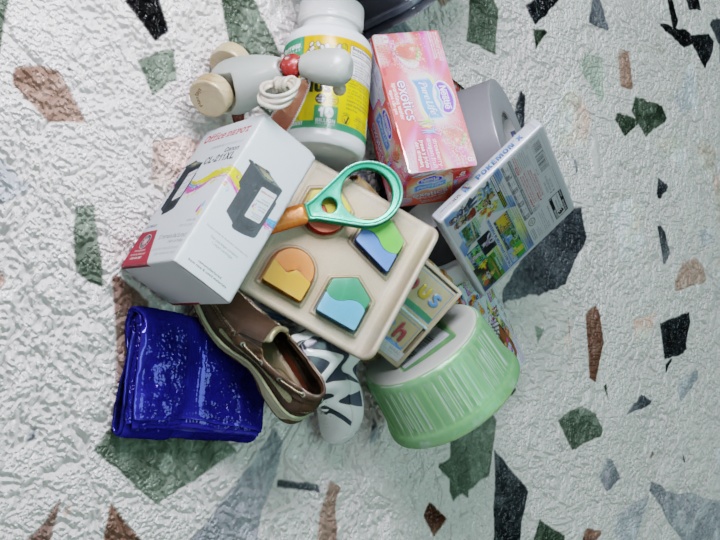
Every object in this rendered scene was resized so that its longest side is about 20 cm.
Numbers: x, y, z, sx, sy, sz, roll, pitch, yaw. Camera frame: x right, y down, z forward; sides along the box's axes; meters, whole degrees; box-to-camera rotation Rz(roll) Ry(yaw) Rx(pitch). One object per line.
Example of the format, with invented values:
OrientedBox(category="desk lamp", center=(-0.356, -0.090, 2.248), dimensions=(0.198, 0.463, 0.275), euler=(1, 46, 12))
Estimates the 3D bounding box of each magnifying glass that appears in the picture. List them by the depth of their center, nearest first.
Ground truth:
OrientedBox(category="magnifying glass", center=(-0.045, -0.074, 1.344), dimensions=(0.199, 0.022, 0.080), euler=(-17, 84, -9))

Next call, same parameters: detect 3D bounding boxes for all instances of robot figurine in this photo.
OrientedBox(category="robot figurine", center=(0.096, -0.072, 1.560), dimensions=(0.201, 0.150, 0.125), euler=(60, 11, -27))

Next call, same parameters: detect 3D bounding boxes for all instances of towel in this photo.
OrientedBox(category="towel", center=(-0.189, 0.126, 1.323), dimensions=(0.199, 0.049, 0.149), euler=(12, 83, -45))

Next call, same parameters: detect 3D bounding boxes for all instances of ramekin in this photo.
OrientedBox(category="ramekin", center=(0.103, 0.135, 1.521), dimensions=(0.200, 0.199, 0.098), euler=(-47, 114, -34))

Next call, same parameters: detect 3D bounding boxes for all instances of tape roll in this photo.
OrientedBox(category="tape roll", center=(0.187, -0.163, 1.597), dimensions=(0.200, 0.066, 0.201), euler=(52, 29, -44))

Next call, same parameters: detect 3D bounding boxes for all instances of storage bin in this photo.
OrientedBox(category="storage bin", center=(0.060, -0.422, 1.517), dimensions=(0.200, 0.145, 0.135), euler=(-45, 110, -35))

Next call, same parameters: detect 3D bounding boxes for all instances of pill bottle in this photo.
OrientedBox(category="pill bottle", center=(-0.043, -0.235, 1.415), dimensions=(0.112, 0.112, 0.201), euler=(19, 70, -44))

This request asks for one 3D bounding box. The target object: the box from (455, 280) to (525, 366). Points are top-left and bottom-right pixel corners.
OrientedBox(category="box", center=(0.166, 0.096, 1.688), dimensions=(0.137, 0.039, 0.201), euler=(-44, 120, -36))

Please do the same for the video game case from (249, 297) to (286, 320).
OrientedBox(category="video game case", center=(-0.127, -0.052, 1.406), dimensions=(0.143, 0.018, 0.201), euler=(21, 76, -43))

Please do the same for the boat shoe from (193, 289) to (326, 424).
OrientedBox(category="boat shoe", center=(-0.110, 0.078, 1.310), dimensions=(0.203, 0.075, 0.075), euler=(49, 46, -1))

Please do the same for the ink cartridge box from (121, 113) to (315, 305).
OrientedBox(category="ink cartridge box", center=(-0.159, -0.066, 1.270), dimensions=(0.083, 0.145, 0.201), euler=(39, 67, -26))

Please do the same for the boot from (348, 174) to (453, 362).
OrientedBox(category="boot", center=(0.000, 0.000, 1.487), dimensions=(0.175, 0.066, 0.200), euler=(-45, 114, 4))

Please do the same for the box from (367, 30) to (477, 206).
OrientedBox(category="box", center=(0.069, -0.194, 1.453), dimensions=(0.094, 0.103, 0.201), euler=(-8, 69, -16))

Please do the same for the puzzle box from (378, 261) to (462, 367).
OrientedBox(category="puzzle box", center=(0.019, 0.016, 1.448), dimensions=(0.200, 0.025, 0.133), euler=(40, 93, -22))

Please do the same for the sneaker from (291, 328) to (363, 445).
OrientedBox(category="sneaker", center=(-0.063, 0.147, 1.416), dimensions=(0.129, 0.079, 0.200), euler=(-17, 134, -32))

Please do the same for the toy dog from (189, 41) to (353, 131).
OrientedBox(category="toy dog", center=(-0.101, -0.203, 1.313), dimensions=(0.132, 0.199, 0.097), euler=(-45, 134, -29))

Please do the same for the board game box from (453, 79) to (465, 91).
OrientedBox(category="board game box", center=(0.098, -0.240, 1.629), dimensions=(0.200, 0.023, 0.105), euler=(28, 73, -42))

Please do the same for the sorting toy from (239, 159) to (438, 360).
OrientedBox(category="sorting toy", center=(-0.031, -0.018, 1.362), dimensions=(0.199, 0.036, 0.186), euler=(29, 79, 2))

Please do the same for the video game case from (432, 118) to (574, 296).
OrientedBox(category="video game case", center=(0.192, -0.078, 1.495), dimensions=(0.182, 0.022, 0.200), euler=(-44, 144, -5))
